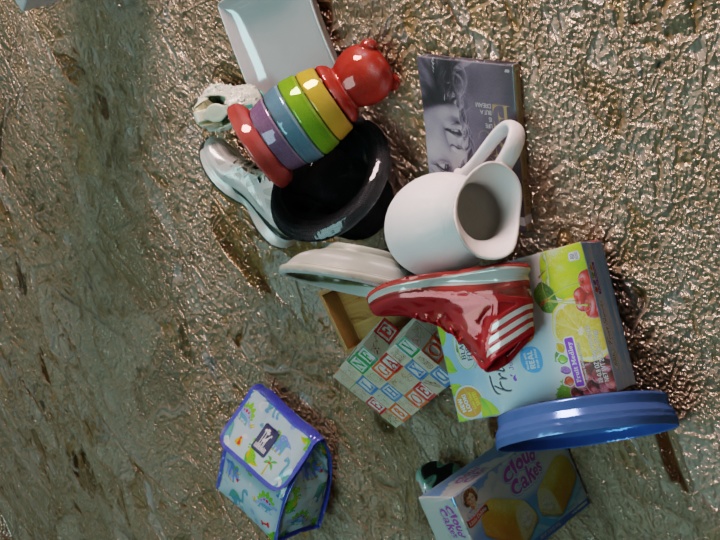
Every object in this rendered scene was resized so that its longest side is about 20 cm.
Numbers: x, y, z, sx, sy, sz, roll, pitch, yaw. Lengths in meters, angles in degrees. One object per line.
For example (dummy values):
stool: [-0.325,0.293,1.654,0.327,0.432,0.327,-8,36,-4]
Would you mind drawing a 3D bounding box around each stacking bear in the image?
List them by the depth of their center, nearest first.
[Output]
stacking bear: [-0.050,-0.203,1.461,0.121,0.200,0.114,53,-173,-16]

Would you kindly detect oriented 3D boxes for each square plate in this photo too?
square plate: [-0.097,-0.291,1.578,0.198,0.028,0.200,-12,102,52]

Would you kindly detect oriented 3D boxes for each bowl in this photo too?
bowl: [0.247,0.167,1.310,0.201,0.200,0.039,-26,67,53]

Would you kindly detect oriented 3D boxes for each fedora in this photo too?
fedora: [-0.021,-0.100,1.523,0.201,0.201,0.092,11,157,46]

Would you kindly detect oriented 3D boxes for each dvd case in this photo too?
dvd case: [0.133,-0.151,1.397,0.149,0.016,0.200,16,123,44]

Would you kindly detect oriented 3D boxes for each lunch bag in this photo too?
lunch bag: [-0.134,0.305,1.903,0.170,0.127,0.200,35,121,36]

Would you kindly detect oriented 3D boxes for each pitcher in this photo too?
pitcher: [0.115,-0.079,1.361,0.121,0.172,0.200,28,163,-16]

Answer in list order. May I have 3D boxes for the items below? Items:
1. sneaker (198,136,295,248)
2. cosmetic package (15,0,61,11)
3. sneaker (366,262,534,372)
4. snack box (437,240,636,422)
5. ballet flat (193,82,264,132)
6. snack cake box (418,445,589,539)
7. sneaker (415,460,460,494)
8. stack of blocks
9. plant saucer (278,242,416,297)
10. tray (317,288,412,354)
sneaker: [-0.139,-0.139,1.695,0.201,0.076,0.115,48,132,8]
cosmetic package: [-0.441,-0.507,1.716,0.199,0.200,0.123,56,145,11]
sneaker: [0.099,0.060,1.313,0.200,0.078,0.116,-12,82,34]
snack box: [0.190,0.070,1.339,0.200,0.068,0.169,-17,83,33]
ballet flat: [-0.200,-0.229,1.676,0.200,0.072,0.072,1,112,62]
snack cake box: [0.178,0.280,1.444,0.067,0.200,0.115,-15,99,52]
sneaker: [0.148,0.360,1.627,0.200,0.078,0.140,34,133,34]
stack of blocks: [0.055,0.122,1.568,0.115,0.059,0.200,40,147,-1]
plant saucer: [0.000,0.000,1.474,0.200,0.200,0.050,5,82,49]
tray: [0.027,0.044,1.622,0.200,0.037,0.099,-25,91,52]
